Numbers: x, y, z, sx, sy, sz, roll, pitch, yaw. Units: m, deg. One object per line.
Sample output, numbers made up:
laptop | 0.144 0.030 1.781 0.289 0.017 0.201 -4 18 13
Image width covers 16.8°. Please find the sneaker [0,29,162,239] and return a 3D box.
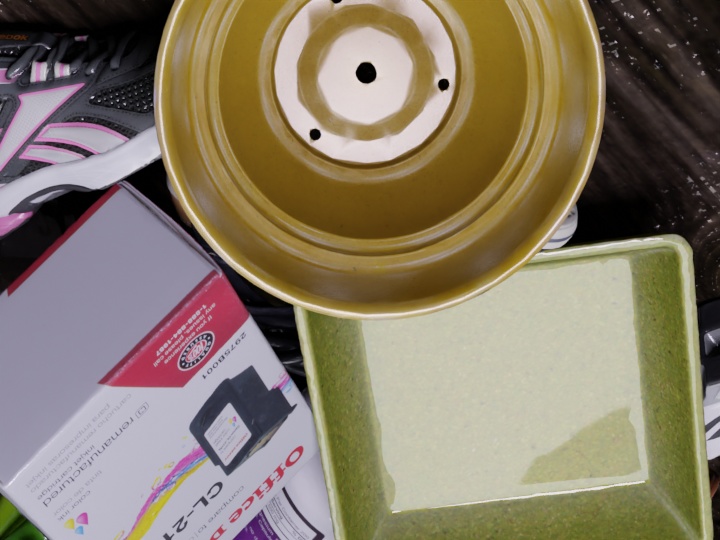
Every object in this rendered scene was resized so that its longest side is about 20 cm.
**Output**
sneaker | -0.147 -0.082 1.173 0.200 0.080 0.086 -27 109 21

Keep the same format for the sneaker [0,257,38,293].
sneaker | -0.232 0.042 1.226 0.199 0.077 0.111 8 117 -23

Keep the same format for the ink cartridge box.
ink cartridge box | -0.113 0.072 1.207 0.083 0.146 0.200 39 169 29

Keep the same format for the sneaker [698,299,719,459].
sneaker | 0.157 0.080 1.354 0.200 0.074 0.089 -14 138 26

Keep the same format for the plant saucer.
plant saucer | 0.076 0.067 1.267 0.199 0.048 0.200 -7 121 3

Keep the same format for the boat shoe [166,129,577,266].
boat shoe | 0.005 -0.028 1.185 0.199 0.075 0.062 3 129 -3

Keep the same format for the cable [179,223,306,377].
cable | 0.000 0.000 1.285 0.199 0.051 0.163 11 144 -6

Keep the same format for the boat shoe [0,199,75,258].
boat shoe | -0.179 -0.011 1.292 0.065 0.074 0.200 -42 124 14

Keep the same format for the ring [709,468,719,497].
ring | 0.125 0.175 1.417 0.019 0.200 0.200 50 135 0

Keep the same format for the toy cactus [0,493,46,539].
toy cactus | -0.251 0.193 1.484 0.165 0.200 0.103 -20 96 5

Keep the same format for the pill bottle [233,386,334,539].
pill bottle | -0.014 0.133 1.420 0.112 0.113 0.200 18 142 -17

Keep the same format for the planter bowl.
planter bowl | 0.005 -0.085 1.105 0.200 0.083 0.201 -1 103 -5
